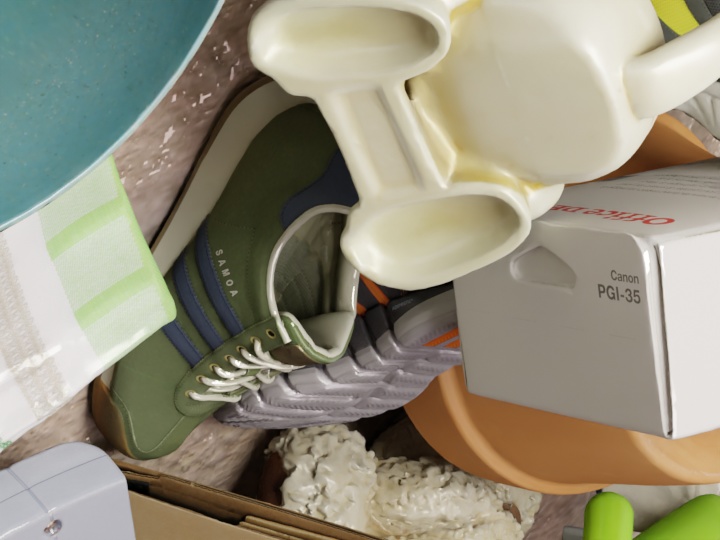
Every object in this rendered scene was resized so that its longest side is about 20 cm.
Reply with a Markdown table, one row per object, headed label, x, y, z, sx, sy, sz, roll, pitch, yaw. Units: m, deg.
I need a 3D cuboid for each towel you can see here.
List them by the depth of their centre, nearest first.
| label | x | y | z | sx | sy | sz | roll | pitch | yaw |
| --- | --- | --- | --- | --- | --- | --- | --- | --- | --- |
| towel | -0.168 | 0.027 | 1.077 | 0.200 | 0.031 | 0.150 | -38 | 138 | -19 |

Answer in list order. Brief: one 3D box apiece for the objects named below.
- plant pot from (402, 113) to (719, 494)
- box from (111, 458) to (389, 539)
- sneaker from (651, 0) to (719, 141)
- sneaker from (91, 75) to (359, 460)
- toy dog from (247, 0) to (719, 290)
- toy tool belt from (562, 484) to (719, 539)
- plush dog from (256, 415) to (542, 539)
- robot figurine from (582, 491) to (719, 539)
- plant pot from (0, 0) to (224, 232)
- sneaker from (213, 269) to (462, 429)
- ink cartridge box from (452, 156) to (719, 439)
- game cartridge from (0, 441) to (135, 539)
| label | x | y | z | sx | sy | sz | roll | pitch | yaw |
| --- | --- | --- | --- | --- | --- | --- | --- | --- | --- |
| plant pot | 0.130 | 0.019 | 1.293 | 0.199 | 0.140 | 0.201 | -9 | 105 | -35 |
| box | -0.068 | 0.179 | 1.300 | 0.021 | 0.163 | 0.201 | -68 | 171 | -45 |
| sneaker | 0.154 | -0.109 | 1.173 | 0.074 | 0.200 | 0.085 | -9 | 116 | -41 |
| sneaker | -0.048 | 0.020 | 1.190 | 0.067 | 0.090 | 0.201 | -8 | 132 | -50 |
| toy dog | 0.061 | -0.123 | 1.090 | 0.193 | 0.201 | 0.140 | -19 | 123 | 27 |
| toy tool belt | 0.176 | 0.091 | 1.532 | 0.123 | 0.124 | 0.201 | -49 | 143 | -64 |
| plush dog | 0.042 | 0.126 | 1.408 | 0.200 | 0.160 | 0.172 | 87 | 26 | -54 |
| robot figurine | 0.164 | 0.197 | 1.432 | 0.199 | 0.116 | 0.176 | -34 | 135 | -1 |
| plant pot | -0.149 | -0.122 | 0.844 | 0.200 | 0.135 | 0.201 | -33 | 148 | -24 |
| sneaker | 0.000 | 0.000 | 1.248 | 0.077 | 0.113 | 0.200 | 7 | 155 | -44 |
| ink cartridge box | 0.156 | 0.003 | 1.131 | 0.199 | 0.146 | 0.083 | -12 | 102 | -31 |
| game cartridge | -0.184 | 0.160 | 1.178 | 0.200 | 0.041 | 0.133 | -34 | 151 | -24 |
